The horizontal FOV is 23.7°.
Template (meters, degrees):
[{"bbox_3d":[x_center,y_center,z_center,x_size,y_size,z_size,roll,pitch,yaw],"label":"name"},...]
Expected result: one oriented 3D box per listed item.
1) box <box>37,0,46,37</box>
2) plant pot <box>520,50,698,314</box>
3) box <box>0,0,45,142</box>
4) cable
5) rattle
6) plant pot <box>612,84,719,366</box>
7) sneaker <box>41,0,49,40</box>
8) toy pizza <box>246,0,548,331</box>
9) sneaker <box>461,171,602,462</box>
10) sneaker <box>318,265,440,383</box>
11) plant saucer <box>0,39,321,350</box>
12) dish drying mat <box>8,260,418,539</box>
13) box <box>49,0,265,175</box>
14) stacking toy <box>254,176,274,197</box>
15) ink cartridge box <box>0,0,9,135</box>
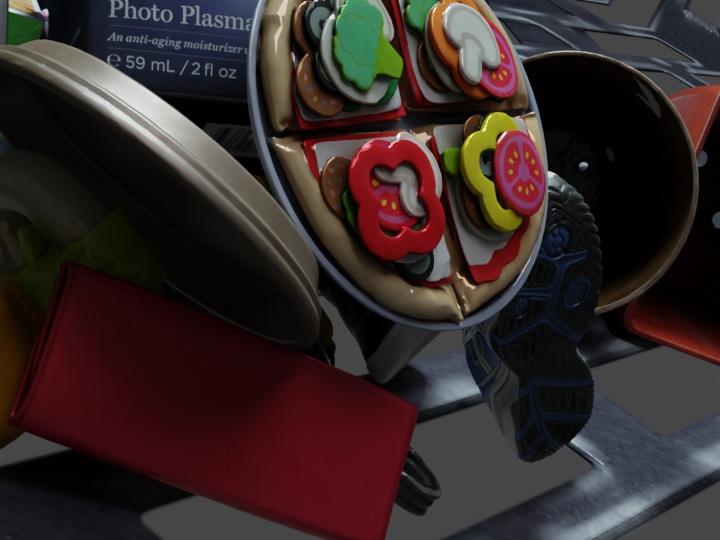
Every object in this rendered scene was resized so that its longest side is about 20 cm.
[{"bbox_3d":[-0.190,-0.226,1.252,0.199,0.124,0.198,29,6,6],"label":"box"},{"bbox_3d":[0.150,-0.066,1.311,0.185,0.189,0.200,27,4,0],"label":"plant pot"},{"bbox_3d":[-0.310,-0.173,1.046,0.198,0.097,0.177,17,23,-26],"label":"box"},{"bbox_3d":[-0.022,0.046,0.916,0.097,0.050,0.200,39,3,-45],"label":"cable"},{"bbox_3d":[-0.187,0.016,0.821,0.199,0.143,0.130,24,-20,37],"label":"rattle"},{"bbox_3d":[0.298,-0.036,1.398,0.198,0.202,0.176,20,7,-19],"label":"plant pot"},{"bbox_3d":[-0.146,-0.144,1.055,0.085,0.081,0.200,-19,-2,-11],"label":"sneaker"},{"bbox_3d":[0.029,-0.072,0.816,0.199,0.032,0.203,16,66,-39],"label":"toy pizza"},{"bbox_3d":[0.086,0.021,0.963,0.075,0.201,0.077,-24,48,-23],"label":"sneaker"},{"bbox_3d":[0.000,0.000,0.961,0.112,0.073,0.200,47,-5,3],"label":"sneaker"},{"bbox_3d":[-0.093,-0.037,0.776,0.199,0.030,0.200,35,-14,10],"label":"plant saucer"},{"bbox_3d":[-0.060,0.065,0.774,0.199,0.078,0.018,25,-16,-33],"label":"dish drying mat"},{"bbox_3d":[-0.061,-0.164,0.916,0.198,0.201,0.123,3,-15,-20],"label":"box"},{"bbox_3d":[-0.072,-0.040,1.067,0.085,0.086,0.200,31,26,13],"label":"stacking toy"},{"bbox_3d":[-0.279,-0.143,0.843,0.197,0.147,0.084,9,18,10],"label":"ink cartridge box"}]
